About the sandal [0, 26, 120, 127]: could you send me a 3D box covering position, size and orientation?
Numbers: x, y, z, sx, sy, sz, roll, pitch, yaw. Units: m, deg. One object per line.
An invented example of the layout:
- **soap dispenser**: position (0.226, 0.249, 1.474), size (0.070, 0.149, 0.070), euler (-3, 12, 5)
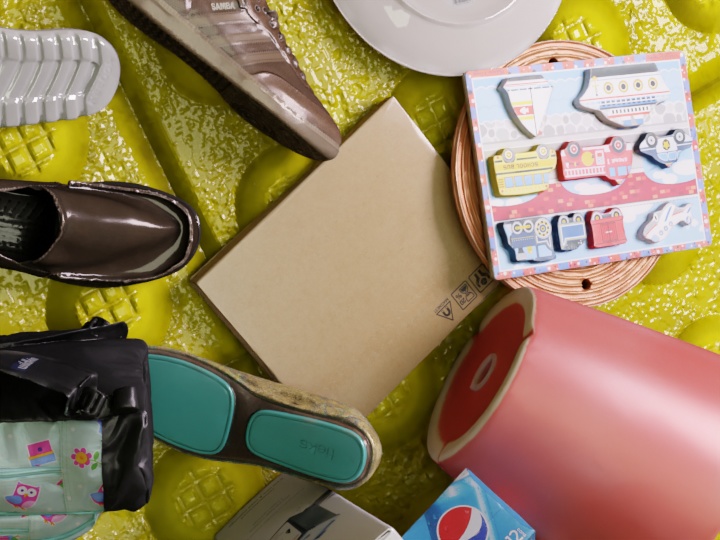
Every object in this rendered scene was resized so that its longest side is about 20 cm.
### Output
- **sandal**: position (-0.255, -0.131, 1.173), size (0.202, 0.050, 0.083), euler (5, 107, -35)

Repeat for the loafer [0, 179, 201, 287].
- **loafer**: position (-0.197, -0.023, 1.189), size (0.199, 0.071, 0.074), euler (1, 94, -22)

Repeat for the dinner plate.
- **dinner plate**: position (0.064, -0.240, 1.291), size (0.199, 0.024, 0.202), euler (0, 89, -18)

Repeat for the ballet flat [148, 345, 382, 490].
- **ballet flat**: position (-0.079, 0.100, 1.243), size (0.199, 0.071, 0.071), euler (17, 87, 8)

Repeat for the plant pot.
- **plant pot**: position (0.157, 0.114, 1.292), size (0.177, 0.200, 0.201), euler (30, 83, -11)

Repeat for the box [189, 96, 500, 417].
- **box**: position (0.000, 0.000, 1.297), size (0.200, 0.021, 0.164), euler (-44, 108, -13)

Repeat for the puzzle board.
- **puzzle board**: position (0.172, -0.081, 1.332), size (0.199, 0.017, 0.152), euler (-9, 91, -28)

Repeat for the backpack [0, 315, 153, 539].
- **backpack**: position (-0.231, 0.107, 1.140), size (0.199, 0.167, 0.127), euler (-4, 100, -6)

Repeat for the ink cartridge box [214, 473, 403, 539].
- **ink cartridge box**: position (-0.002, 0.229, 1.219), size (0.086, 0.200, 0.147), euler (-43, 108, -13)

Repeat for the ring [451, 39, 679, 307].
- **ring**: position (0.152, -0.071, 1.342), size (0.199, 0.019, 0.202), euler (2, 86, -27)

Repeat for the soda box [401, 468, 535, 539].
- **soda box**: position (0.076, 0.206, 1.251), size (0.064, 0.200, 0.068), euler (41, 77, 18)

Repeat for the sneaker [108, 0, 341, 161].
- **sneaker**: position (-0.077, -0.157, 1.228), size (0.200, 0.070, 0.076), euler (39, 79, -20)
